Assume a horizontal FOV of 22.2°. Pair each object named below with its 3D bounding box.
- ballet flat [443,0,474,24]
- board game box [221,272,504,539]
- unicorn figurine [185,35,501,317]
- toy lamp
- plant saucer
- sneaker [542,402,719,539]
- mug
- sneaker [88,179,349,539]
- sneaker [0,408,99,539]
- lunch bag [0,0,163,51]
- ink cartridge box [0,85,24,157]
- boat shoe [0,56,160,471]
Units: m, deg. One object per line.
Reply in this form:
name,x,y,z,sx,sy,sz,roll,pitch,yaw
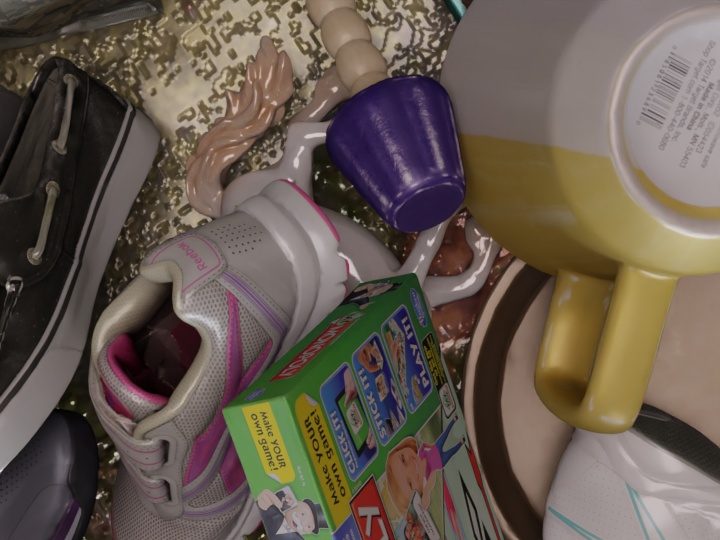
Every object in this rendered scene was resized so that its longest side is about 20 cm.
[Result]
ballet flat,0.022,-0.192,0.818,0.073,0.073,0.200,-38,92,3
board game box,0.018,0.117,0.707,0.029,0.135,0.202,-13,103,25
unicorn figurine,0.000,0.000,0.822,0.200,0.074,0.138,43,93,20
toy lamp,-0.009,-0.104,0.783,0.058,0.058,0.201,-28,61,4
plant saucer,0.144,0.060,0.825,0.198,0.029,0.202,0,90,4
sneaker,0.165,0.131,0.769,0.199,0.070,0.081,31,104,24
mug,0.122,-0.044,0.727,0.148,0.153,0.188,-20,99,-6
sneaker,-0.080,0.053,0.782,0.081,0.088,0.201,42,127,35
sneaker,-0.196,0.124,0.784,0.200,0.087,0.075,-43,48,25
lunch bag,-0.162,-0.185,0.765,0.116,0.200,0.166,-12,89,3
ink cartridge box,-0.256,-0.013,0.827,0.145,0.086,0.202,21,90,4
boat shoe,-0.149,-0.003,0.780,0.064,0.070,0.201,40,48,-30
